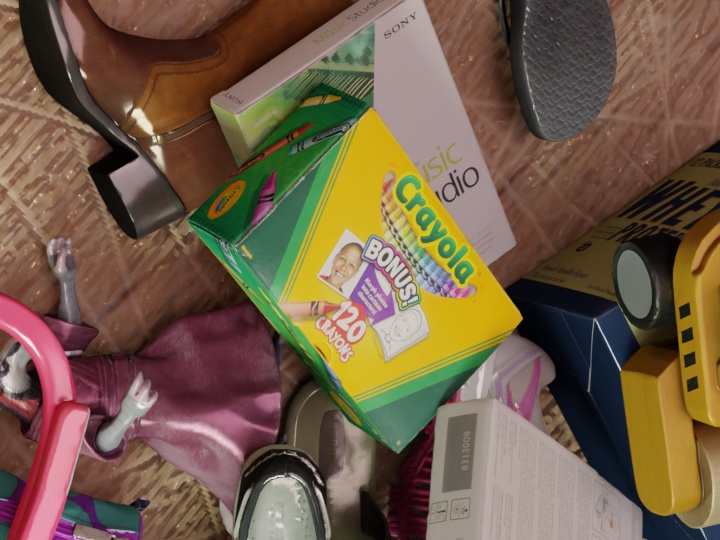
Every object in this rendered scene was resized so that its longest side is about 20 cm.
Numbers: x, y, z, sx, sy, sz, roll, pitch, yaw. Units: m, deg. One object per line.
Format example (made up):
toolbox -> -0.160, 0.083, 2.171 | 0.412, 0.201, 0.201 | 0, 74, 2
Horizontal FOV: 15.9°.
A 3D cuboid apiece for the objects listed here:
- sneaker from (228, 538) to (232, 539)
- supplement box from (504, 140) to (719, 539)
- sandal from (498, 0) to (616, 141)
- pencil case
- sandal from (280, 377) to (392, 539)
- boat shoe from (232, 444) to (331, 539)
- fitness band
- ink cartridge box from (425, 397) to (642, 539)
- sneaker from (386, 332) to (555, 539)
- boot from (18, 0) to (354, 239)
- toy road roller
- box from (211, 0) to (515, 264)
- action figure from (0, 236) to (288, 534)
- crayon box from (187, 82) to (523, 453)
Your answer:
sneaker -> -0.078, 0.249, 1.620 | 0.090, 0.075, 0.200 | 37, 91, -23
supplement box -> 0.239, 0.050, 1.699 | 0.200, 0.134, 0.200 | -34, 109, -17
sandal -> 0.119, -0.183, 1.672 | 0.076, 0.043, 0.201 | -8, 90, -30
pencil case -> -0.224, 0.150, 1.526 | 0.200, 0.092, 0.085 | 21, 55, -23
sandal -> -0.015, 0.168, 1.643 | 0.080, 0.057, 0.201 | -8, 100, -23
boat shoe -> -0.050, 0.205, 1.522 | 0.075, 0.060, 0.201 | -5, 97, -3
fitness band -> -0.236, 0.107, 1.455 | 0.143, 0.037, 0.200 | 18, 88, -19
ink cartridge box -> 0.110, 0.189, 1.602 | 0.200, 0.047, 0.160 | 37, 49, -47
sneaker -> 0.079, 0.127, 1.667 | 0.088, 0.081, 0.200 | 13, 92, -23
boot -> -0.091, -0.142, 1.563 | 0.200, 0.068, 0.189 | -33, 108, -18
toy road roller -> 0.239, 0.058, 1.546 | 0.123, 0.146, 0.200 | -11, 101, -21
box -> 0.005, -0.059, 1.598 | 0.144, 0.036, 0.200 | -36, 124, -18
action figure -> -0.146, 0.075, 1.569 | 0.200, 0.134, 0.149 | 1, 135, -15
crayon box -> 0.000, 0.000, 1.549 | 0.119, 0.058, 0.200 | -46, 127, -11
